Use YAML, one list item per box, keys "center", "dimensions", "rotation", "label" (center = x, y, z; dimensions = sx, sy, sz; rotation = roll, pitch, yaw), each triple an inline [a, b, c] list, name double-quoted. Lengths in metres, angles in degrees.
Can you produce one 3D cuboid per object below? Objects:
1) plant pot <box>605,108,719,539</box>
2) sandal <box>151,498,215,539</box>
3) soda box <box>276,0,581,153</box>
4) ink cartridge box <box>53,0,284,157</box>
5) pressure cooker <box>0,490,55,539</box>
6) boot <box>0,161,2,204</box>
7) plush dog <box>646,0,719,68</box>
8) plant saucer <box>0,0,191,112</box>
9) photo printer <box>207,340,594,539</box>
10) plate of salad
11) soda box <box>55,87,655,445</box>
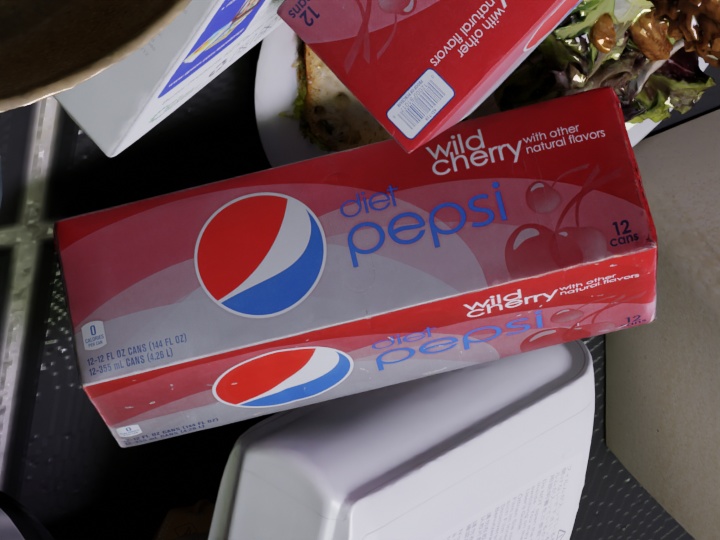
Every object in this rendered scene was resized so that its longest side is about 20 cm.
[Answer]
- center: [0.228, 0.042, 1.016]
  dimensions: [0.198, 0.178, 0.201]
  rotation: [-21, 140, -12]
  label: "plant pot"
- center: [-0.072, 0.128, 1.007]
  dimensions: [0.199, 0.054, 0.081]
  rotation: [-14, 131, -33]
  label: "sandal"
- center: [0.068, -0.129, 0.740]
  dimensions: [0.200, 0.063, 0.070]
  rotation: [-45, 176, 24]
  label: "soda box"
- center: [-0.021, -0.110, 0.712]
  dimensions: [0.095, 0.037, 0.200]
  rotation: [-42, 180, -34]
  label: "ink cartridge box"
- center: [-0.190, 0.147, 0.851]
  dimensions: [0.179, 0.176, 0.200]
  rotation: [-45, 152, 17]
  label: "pressure cooker"
- center: [-0.168, -0.059, 0.739]
  dimensions: [0.153, 0.074, 0.204]
  rotation: [9, 123, -47]
  label: "boot"
- center: [0.164, -0.143, 0.821]
  dimensions: [0.171, 0.160, 0.202]
  rotation: [11, 83, -26]
  label: "plush dog"
- center: [-0.121, -0.123, 0.616]
  dimensions: [0.199, 0.202, 0.035]
  rotation: [-15, 164, -19]
  label: "plant saucer"
- center: [0.018, 0.111, 0.984]
  dimensions: [0.199, 0.069, 0.168]
  rotation: [-24, 134, -49]
  label: "photo printer"
- center: [0.058, -0.081, 0.875]
  dimensions: [0.199, 0.048, 0.201]
  rotation: [-18, 139, -16]
  label: "plate of salad"
- center: [0.000, 0.000, 0.857]
  dimensions: [0.198, 0.064, 0.070]
  rotation: [-14, 156, 1]
  label: "soda box"
